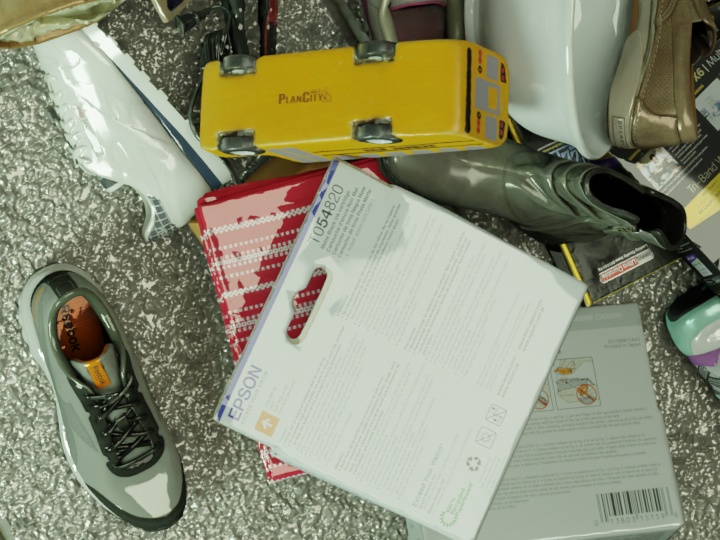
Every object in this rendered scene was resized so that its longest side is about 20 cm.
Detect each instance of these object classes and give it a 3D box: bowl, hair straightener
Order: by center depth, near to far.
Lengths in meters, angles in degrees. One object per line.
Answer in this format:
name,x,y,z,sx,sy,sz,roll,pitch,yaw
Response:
bowl,0.125,-0.178,1.649,0.090,0.201,0.202,5,92,18
hair straightener,-0.095,-0.156,1.691,0.077,0.041,0.201,2,79,-14

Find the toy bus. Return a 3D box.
toy bus,-0.008,-0.110,1.604,0.078,0.199,0.065,12,78,-57

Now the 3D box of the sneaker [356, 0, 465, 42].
sneaker,0.035,-0.198,1.708,0.081,0.088,0.201,-14,78,-14

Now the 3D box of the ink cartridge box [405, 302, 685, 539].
ink cartridge box,0.123,0.119,1.782,0.199,0.044,0.174,-4,69,-14

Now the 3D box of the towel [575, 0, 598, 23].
towel,0.118,-0.242,1.731,0.111,0.049,0.200,-30,115,-1

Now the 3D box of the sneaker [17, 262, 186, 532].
sneaker,-0.177,0.092,1.684,0.074,0.079,0.201,-27,100,-14

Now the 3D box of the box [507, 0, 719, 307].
box,0.214,-0.088,1.792,0.199,0.049,0.160,-26,97,-12

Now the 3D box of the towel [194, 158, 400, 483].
towel,-0.022,0.029,1.655,0.144,0.022,0.201,-15,91,-13

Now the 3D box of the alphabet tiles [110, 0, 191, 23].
alphabet tiles,-0.149,-0.274,1.619,0.166,0.006,0.200,-48,118,-41

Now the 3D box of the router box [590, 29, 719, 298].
router box,0.290,-0.093,1.749,0.200,0.052,0.157,-44,93,-10

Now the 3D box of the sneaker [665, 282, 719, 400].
sneaker,0.339,0.038,1.822,0.200,0.078,0.140,-32,102,-2

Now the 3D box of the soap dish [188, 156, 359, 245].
soap dish,0.000,0.000,1.713,0.157,0.081,0.200,-37,94,-11

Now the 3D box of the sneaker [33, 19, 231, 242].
sneaker,-0.179,-0.112,1.679,0.080,0.076,0.200,-42,100,0

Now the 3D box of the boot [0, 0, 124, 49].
boot,-0.194,-0.265,1.637,0.175,0.066,0.201,-21,75,-1

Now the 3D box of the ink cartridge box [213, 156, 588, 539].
ink cartridge box,0.025,0.054,1.633,0.199,0.041,0.200,27,82,-11

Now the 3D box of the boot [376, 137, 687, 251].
boot,0.120,-0.065,1.653,0.200,0.130,0.068,20,81,-33

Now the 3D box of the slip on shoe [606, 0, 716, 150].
slip on shoe,0.220,-0.168,1.697,0.060,0.076,0.200,5,52,18
